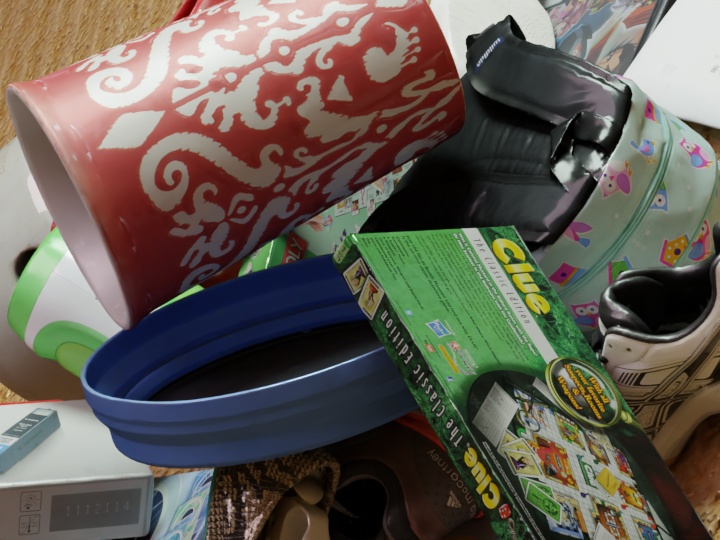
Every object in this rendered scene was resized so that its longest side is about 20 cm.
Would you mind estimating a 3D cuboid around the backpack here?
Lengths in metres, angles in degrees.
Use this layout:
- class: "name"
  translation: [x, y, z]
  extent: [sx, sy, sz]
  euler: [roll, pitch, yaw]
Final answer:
- class: "backpack"
  translation: [0.104, -0.037, 1.444]
  extent: [0.200, 0.126, 0.168]
  euler: [6, 70, 63]

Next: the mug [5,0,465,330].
- class: "mug"
  translation: [-0.064, -0.075, 1.420]
  extent: [0.199, 0.134, 0.177]
  euler: [-28, 7, -12]

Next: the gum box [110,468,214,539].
- class: "gum box"
  translation: [-0.135, 0.195, 1.553]
  extent: [0.200, 0.044, 0.170]
  euler: [-13, 44, 61]

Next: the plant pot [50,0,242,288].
- class: "plant pot"
  translation: [-0.060, -0.062, 1.677]
  extent: [0.201, 0.182, 0.201]
  euler: [-58, 8, 14]

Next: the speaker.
- class: "speaker"
  translation: [-0.097, 0.052, 1.575]
  extent: [0.089, 0.199, 0.089]
  euler: [-56, -9, -14]

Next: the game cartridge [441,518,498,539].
- class: "game cartridge"
  translation: [0.012, 0.181, 1.354]
  extent: [0.199, 0.042, 0.133]
  euler: [-6, 42, 47]

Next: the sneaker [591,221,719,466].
- class: "sneaker"
  translation: [0.132, 0.040, 1.320]
  extent: [0.200, 0.088, 0.076]
  euler: [-37, 27, 33]

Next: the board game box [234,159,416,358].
- class: "board game box"
  translation: [0.000, 0.000, 1.538]
  extent: [0.029, 0.134, 0.201]
  euler: [-27, 38, 45]

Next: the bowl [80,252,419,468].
- class: "bowl"
  translation: [-0.034, 0.041, 1.354]
  extent: [0.199, 0.040, 0.201]
  euler: [-14, 15, 4]

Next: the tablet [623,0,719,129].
- class: "tablet"
  translation: [0.222, -0.128, 1.481]
  extent: [0.130, 0.014, 0.200]
  euler: [-53, 29, -8]

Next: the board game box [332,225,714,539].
- class: "board game box"
  translation: [0.074, 0.061, 1.250]
  extent: [0.201, 0.104, 0.024]
  euler: [59, 135, 30]

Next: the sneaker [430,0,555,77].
- class: "sneaker"
  translation: [0.067, -0.136, 1.696]
  extent: [0.089, 0.075, 0.200]
  euler: [-53, 13, 30]

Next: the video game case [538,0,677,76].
- class: "video game case"
  translation: [0.119, -0.108, 1.656]
  extent: [0.180, 0.025, 0.201]
  euler: [-19, 37, 51]

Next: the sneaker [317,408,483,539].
- class: "sneaker"
  translation: [-0.015, 0.099, 1.384]
  extent: [0.082, 0.077, 0.200]
  euler: [-42, 22, -24]

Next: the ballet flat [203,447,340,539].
- class: "ballet flat"
  translation: [-0.052, 0.174, 1.316]
  extent: [0.075, 0.068, 0.201]
  euler: [11, 85, 41]

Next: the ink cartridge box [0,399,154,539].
- class: "ink cartridge box"
  translation: [-0.234, 0.098, 1.557]
  extent: [0.176, 0.199, 0.045]
  euler: [-132, 44, -57]

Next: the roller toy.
- class: "roller toy"
  translation: [-0.178, -0.010, 1.864]
  extent: [0.140, 0.199, 0.183]
  euler: [-38, 60, 27]
